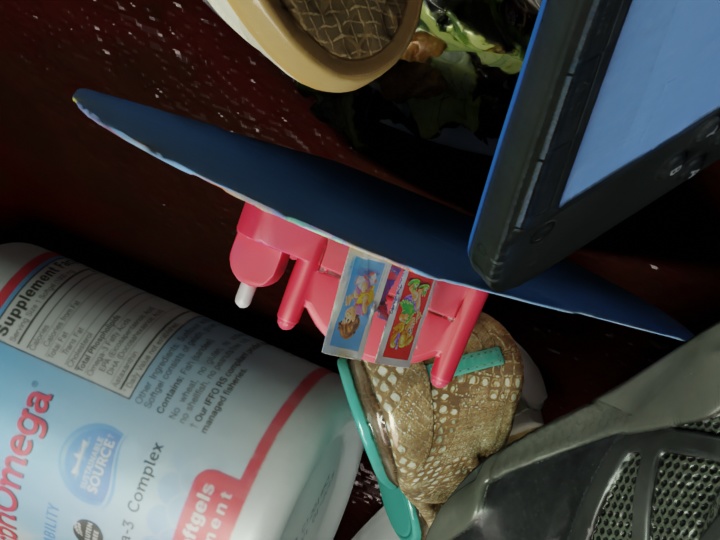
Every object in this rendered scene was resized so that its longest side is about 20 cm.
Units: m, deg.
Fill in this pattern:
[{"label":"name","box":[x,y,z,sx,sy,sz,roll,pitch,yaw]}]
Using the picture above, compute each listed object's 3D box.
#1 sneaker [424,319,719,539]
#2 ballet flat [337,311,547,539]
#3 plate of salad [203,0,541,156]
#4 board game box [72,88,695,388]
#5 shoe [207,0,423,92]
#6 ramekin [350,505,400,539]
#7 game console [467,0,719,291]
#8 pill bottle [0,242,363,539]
[{"label":"sneaker","box":[0.090,0.098,0.830,0.076,0.115,0.199,15,145,-38]},{"label":"ballet flat","box":[0.033,0.055,0.948,0.065,0.071,0.200,-17,171,-1]},{"label":"plate of salad","box":[0.008,-0.092,0.777,0.199,0.048,0.201,21,149,13]},{"label":"board game box","box":[0.000,0.000,0.819,0.158,0.039,0.199,28,-171,40]},{"label":"shoe","box":[-0.042,-0.138,0.695,0.053,0.070,0.201,-11,104,60]},{"label":"ramekin","box":[0.037,0.182,1.031,0.094,0.203,0.202,28,152,-19]},{"label":"game console","box":[0.136,-0.049,0.670,0.118,0.170,0.200,50,155,20]},{"label":"pill bottle","box":[-0.106,0.056,1.039,0.199,0.109,0.109,22,150,13]}]
